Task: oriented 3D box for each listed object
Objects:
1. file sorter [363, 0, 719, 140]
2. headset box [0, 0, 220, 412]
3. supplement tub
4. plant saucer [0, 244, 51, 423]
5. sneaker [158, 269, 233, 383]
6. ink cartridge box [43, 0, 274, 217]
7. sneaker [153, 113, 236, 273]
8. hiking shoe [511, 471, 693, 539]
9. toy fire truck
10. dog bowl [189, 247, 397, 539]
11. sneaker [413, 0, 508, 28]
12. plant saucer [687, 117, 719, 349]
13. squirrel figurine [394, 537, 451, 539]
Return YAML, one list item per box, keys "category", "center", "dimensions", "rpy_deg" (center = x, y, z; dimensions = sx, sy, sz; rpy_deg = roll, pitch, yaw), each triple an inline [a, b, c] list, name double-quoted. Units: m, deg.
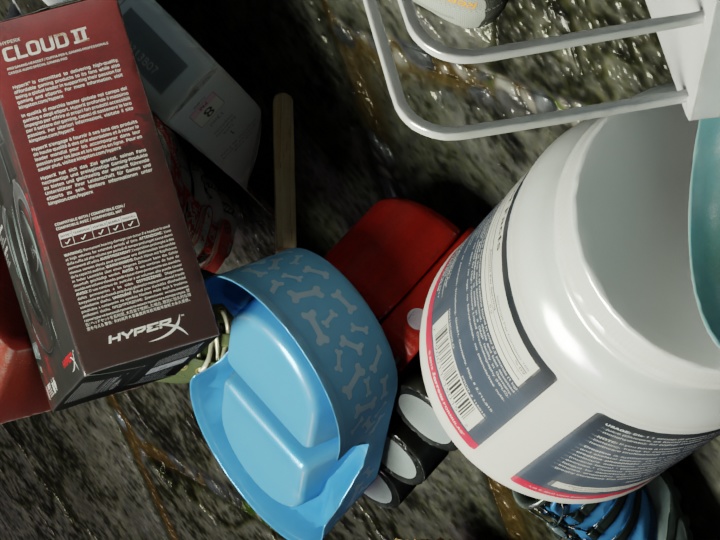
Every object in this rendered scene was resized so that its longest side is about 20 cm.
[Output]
- category: "file sorter"
  center: [0.067, -0.160, 0.904]
  dimensions: [0.200, 0.124, 0.139]
  rpy_deg: [94, 164, -55]
- category: "headset box"
  center: [-0.145, -0.041, 1.297]
  dimensions: [0.149, 0.077, 0.201]
  rpy_deg: [145, 107, -74]
- category: "supplement tub"
  center: [0.115, 0.013, 1.089]
  dimensions: [0.141, 0.140, 0.200]
  rpy_deg: [52, 157, 5]
- category: "plant saucer"
  center: [-0.217, -0.008, 1.425]
  dimensions: [0.200, 0.037, 0.199]
  rpy_deg: [49, -161, 11]
- category: "sneaker"
  center: [-0.065, 0.034, 1.444]
  dimensions: [0.090, 0.200, 0.067]
  rpy_deg: [9, 93, 37]
- category: "ink cartridge box"
  center: [-0.114, -0.120, 1.448]
  dimensions: [0.163, 0.057, 0.200]
  rpy_deg: [45, -175, 22]
- category: "sneaker"
  center: [-0.119, -0.031, 1.481]
  dimensions: [0.108, 0.067, 0.201]
  rpy_deg: [50, -170, -18]
- category: "hiking shoe"
  center: [0.109, 0.108, 1.264]
  dimensions: [0.074, 0.086, 0.201]
  rpy_deg: [24, 132, 52]
- category: "toy fire truck"
  center: [0.000, 0.000, 1.346]
  dimensions: [0.200, 0.129, 0.176]
  rpy_deg: [42, 156, 2]
- category: "dog bowl"
  center: [-0.032, 0.063, 1.299]
  dimensions: [0.112, 0.049, 0.200]
  rpy_deg: [47, 155, 21]
- category: "sneaker"
  center: [-0.007, -0.176, 1.154]
  dimensions: [0.200, 0.074, 0.079]
  rpy_deg: [41, 159, 28]
- category: "plant saucer"
  center: [0.167, -0.063, 0.888]
  dimensions: [0.027, 0.201, 0.200]
  rpy_deg: [14, 161, -14]
- category: "squirrel figurine"
  center: [0.077, 0.244, 1.528]
  dimensions: [0.187, 0.141, 0.201]
  rpy_deg: [-154, 49, -65]
